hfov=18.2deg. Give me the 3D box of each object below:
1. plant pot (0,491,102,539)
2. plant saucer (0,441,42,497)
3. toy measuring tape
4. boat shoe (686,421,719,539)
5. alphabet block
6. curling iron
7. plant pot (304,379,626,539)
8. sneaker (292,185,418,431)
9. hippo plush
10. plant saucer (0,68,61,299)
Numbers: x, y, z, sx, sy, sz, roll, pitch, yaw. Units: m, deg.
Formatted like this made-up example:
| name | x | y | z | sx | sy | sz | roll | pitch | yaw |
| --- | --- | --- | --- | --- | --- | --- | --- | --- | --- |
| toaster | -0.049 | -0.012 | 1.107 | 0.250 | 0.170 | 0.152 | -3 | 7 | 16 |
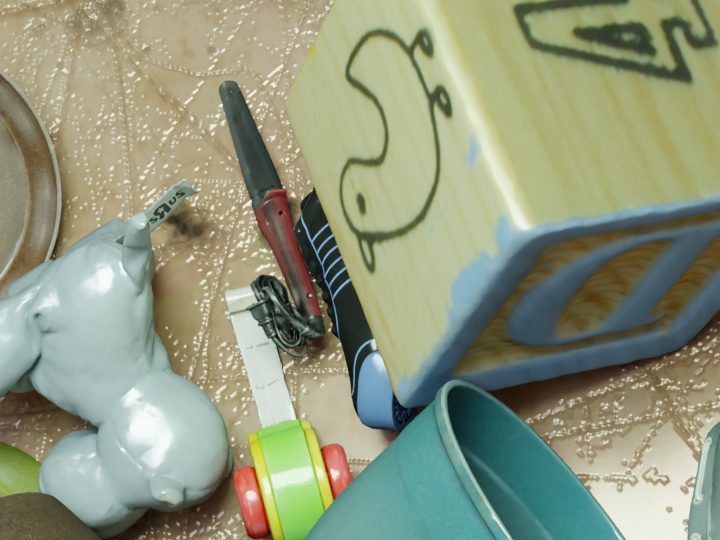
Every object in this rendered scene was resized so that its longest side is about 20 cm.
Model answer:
| name | x | y | z | sx | sy | sz | roll | pitch | yaw |
| --- | --- | --- | --- | --- | --- | --- | --- | --- | --- |
| plant pot | -0.163 | 0.227 | 1.210 | 0.186 | 0.187 | 0.201 | -30 | 64 | 2 |
| plant saucer | -0.255 | 0.190 | 1.326 | 0.198 | 0.031 | 0.201 | -5 | 70 | 13 |
| toy measuring tape | -0.046 | 0.090 | 1.286 | 0.073 | 0.074 | 0.201 | -18 | 68 | 7 |
| boat shoe | 0.206 | 0.172 | 1.214 | 0.062 | 0.072 | 0.202 | -9 | 70 | 57 |
| alphabet block | 0.098 | -0.070 | 1.212 | 0.195 | 0.196 | 0.201 | -9 | 63 | -27 |
| curling iron | -0.057 | -0.037 | 1.346 | 0.025 | 0.049 | 0.201 | -33 | 52 | 26 |
| plant pot | 0.040 | 0.195 | 1.174 | 0.188 | 0.200 | 0.201 | -41 | 66 | 14 |
| sneaker | 0.000 | 0.000 | 1.315 | 0.077 | 0.070 | 0.201 | -3 | 64 | 17 |
| hippo plush | -0.135 | 0.062 | 1.303 | 0.199 | 0.159 | 0.161 | -30 | 96 | 21 |
| plant saucer | -0.283 | -0.045 | 1.375 | 0.199 | 0.034 | 0.202 | 0 | 92 | -10 |
